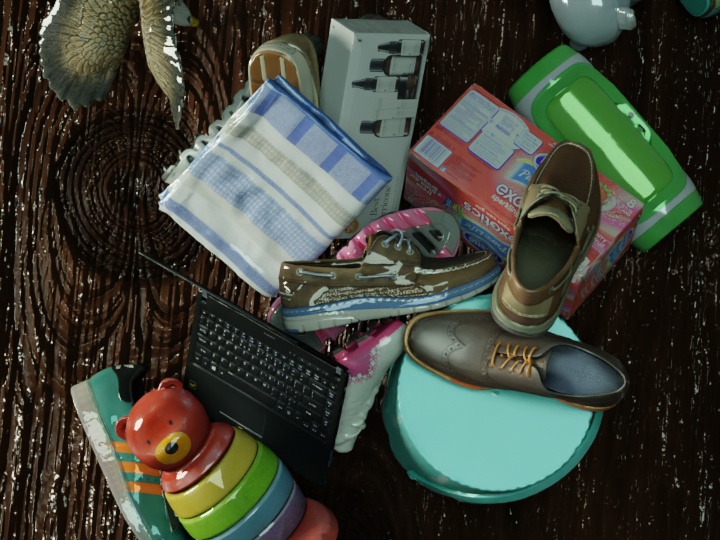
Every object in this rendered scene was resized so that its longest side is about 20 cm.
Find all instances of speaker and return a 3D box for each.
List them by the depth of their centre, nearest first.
[{"bbox_3d":[0.230,-0.115,1.749,0.088,0.088,0.200,-40,85,-4],"label":"speaker"}]

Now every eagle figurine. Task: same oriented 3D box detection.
[{"bbox_3d":[-0.205,-0.246,1.743,0.151,0.152,0.200,25,79,-18],"label":"eagle figurine"}]

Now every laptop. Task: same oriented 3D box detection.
[{"bbox_3d":[-0.110,0.089,1.641,0.177,0.103,0.200,29,124,27],"label":"laptop"}]

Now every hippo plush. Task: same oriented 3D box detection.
[{"bbox_3d":[0.206,-0.291,1.730,0.161,0.159,0.200,45,66,-7],"label":"hippo plush"}]

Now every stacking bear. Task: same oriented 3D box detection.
[{"bbox_3d":[-0.130,0.186,1.668,0.121,0.114,0.200,-38,109,9],"label":"stacking bear"}]

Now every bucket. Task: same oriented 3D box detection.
[{"bbox_3d":[0.120,0.116,1.697,0.207,0.135,0.207,0,84,0],"label":"bucket"}]

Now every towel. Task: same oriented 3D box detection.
[{"bbox_3d":[-0.081,-0.071,1.679,0.147,0.024,0.200,41,129,-7],"label":"towel"}]

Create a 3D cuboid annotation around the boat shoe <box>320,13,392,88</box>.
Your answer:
[{"bbox_3d":[-0.014,-0.149,1.763,0.065,0.073,0.200,38,100,45],"label":"boat shoe"}]

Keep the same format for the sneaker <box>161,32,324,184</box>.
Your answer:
[{"bbox_3d":[-0.092,-0.133,1.762,0.090,0.066,0.200,43,86,-2],"label":"sneaker"}]

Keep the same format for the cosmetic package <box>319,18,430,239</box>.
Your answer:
[{"bbox_3d":[0.003,-0.129,1.708,0.083,0.051,0.200,-2,115,-27],"label":"cosmetic package"}]

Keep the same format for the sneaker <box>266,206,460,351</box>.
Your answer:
[{"bbox_3d":[0.000,0.000,1.727,0.200,0.095,0.079,-31,99,3],"label":"sneaker"}]

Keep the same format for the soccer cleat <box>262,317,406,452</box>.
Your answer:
[{"bbox_3d":[-0.012,0.114,1.695,0.200,0.070,0.086,-36,92,38],"label":"soccer cleat"}]

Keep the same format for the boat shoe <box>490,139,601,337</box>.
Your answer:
[{"bbox_3d":[0.168,-0.037,1.600,0.076,0.072,0.200,15,57,4],"label":"boat shoe"}]

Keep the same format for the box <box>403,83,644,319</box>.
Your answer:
[{"bbox_3d":[0.148,-0.065,1.711,0.200,0.095,0.103,37,68,14],"label":"box"}]

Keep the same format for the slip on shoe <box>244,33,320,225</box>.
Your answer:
[{"bbox_3d":[-0.067,-0.121,1.698,0.076,0.061,0.200,8,119,20],"label":"slip on shoe"}]

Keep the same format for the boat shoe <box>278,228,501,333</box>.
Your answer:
[{"bbox_3d":[0.024,0.002,1.645,0.200,0.072,0.072,-13,100,-2],"label":"boat shoe"}]

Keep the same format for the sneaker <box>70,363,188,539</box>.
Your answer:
[{"bbox_3d":[-0.193,0.179,1.721,0.080,0.071,0.200,-27,83,1],"label":"sneaker"}]

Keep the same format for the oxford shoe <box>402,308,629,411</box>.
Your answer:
[{"bbox_3d":[0.136,0.072,1.598,0.200,0.073,0.071,11,83,1],"label":"oxford shoe"}]

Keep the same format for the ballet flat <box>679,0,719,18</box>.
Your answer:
[{"bbox_3d":[0.297,-0.335,1.791,0.074,0.074,0.200,-32,87,-4],"label":"ballet flat"}]
